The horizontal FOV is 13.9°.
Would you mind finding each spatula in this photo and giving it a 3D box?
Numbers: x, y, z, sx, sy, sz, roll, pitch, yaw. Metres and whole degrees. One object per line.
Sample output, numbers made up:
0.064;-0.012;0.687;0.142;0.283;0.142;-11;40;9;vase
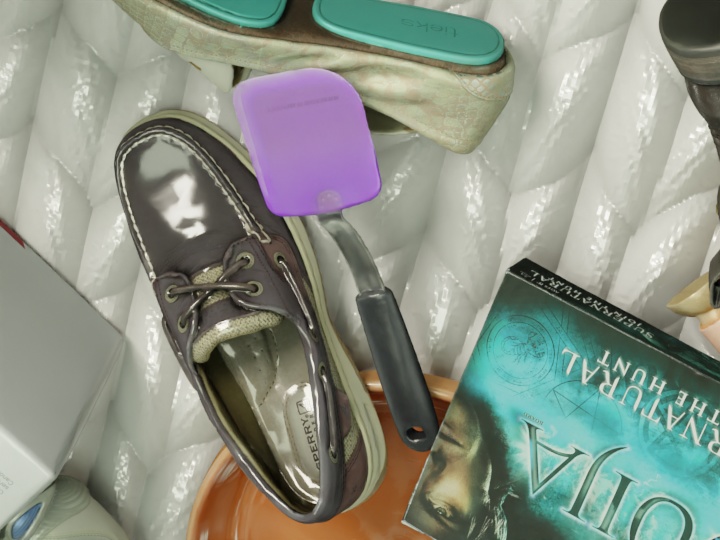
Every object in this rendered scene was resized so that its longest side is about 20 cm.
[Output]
0.000;0.000;1.299;0.056;0.021;0.200;-10;123;18;spatula

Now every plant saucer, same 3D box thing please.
0.018;0.137;1.397;0.200;0.032;0.201;3;113;8;plant saucer

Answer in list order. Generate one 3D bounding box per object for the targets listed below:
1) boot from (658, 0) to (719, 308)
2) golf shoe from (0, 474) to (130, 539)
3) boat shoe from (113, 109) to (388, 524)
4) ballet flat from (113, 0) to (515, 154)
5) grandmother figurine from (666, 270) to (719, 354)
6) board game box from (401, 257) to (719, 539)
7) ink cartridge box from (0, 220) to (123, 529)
0.221;-0.055;1.192;0.200;0.069;0.174;-7;134;20;boot
-0.188;0.179;1.426;0.097;0.078;0.200;40;115;-16;golf shoe
-0.052;0.022;1.319;0.072;0.065;0.200;-25;93;15;boat shoe
-0.033;-0.096;1.283;0.200;0.067;0.062;18;125;1;ballet flat
0.228;0.071;1.299;0.121;0.061;0.200;-36;92;28;grandmother figurine
0.129;0.100;1.299;0.200;0.028;0.135;28;112;16;board game box
-0.236;0.072;1.344;0.145;0.145;0.200;44;113;-12;ink cartridge box
